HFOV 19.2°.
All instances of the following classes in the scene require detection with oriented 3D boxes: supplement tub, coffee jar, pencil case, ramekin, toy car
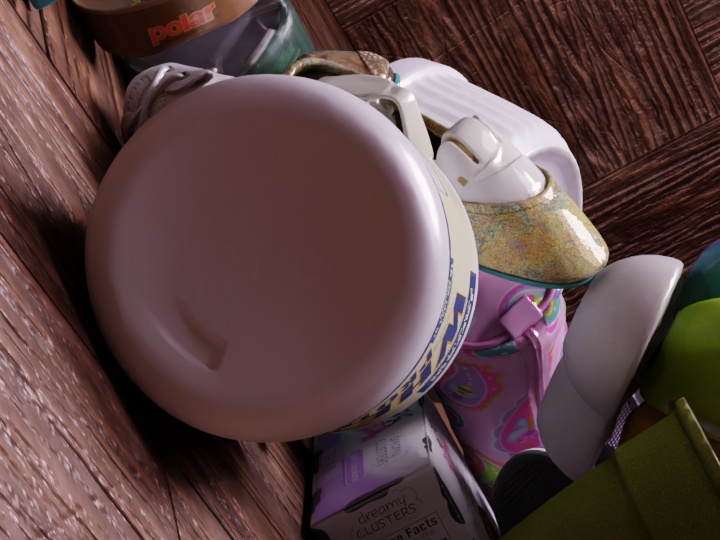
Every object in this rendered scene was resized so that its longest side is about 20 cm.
[{"bbox_3d":[-0.026,-0.001,0.911,0.145,0.145,0.200,63,6,6],"label":"supplement tub"},{"bbox_3d":[-0.056,-0.087,1.260,0.104,0.085,0.200,22,-19,33],"label":"coffee jar"},{"bbox_3d":[0.084,0.062,1.181,0.200,0.087,0.088,71,-3,-51],"label":"pencil case"},{"bbox_3d":[0.048,-0.017,1.263,0.105,0.200,0.200,22,-16,28],"label":"ramekin"},{"bbox_3d":[0.194,0.049,1.066,0.175,0.150,0.200,26,-25,9],"label":"toy car"}]

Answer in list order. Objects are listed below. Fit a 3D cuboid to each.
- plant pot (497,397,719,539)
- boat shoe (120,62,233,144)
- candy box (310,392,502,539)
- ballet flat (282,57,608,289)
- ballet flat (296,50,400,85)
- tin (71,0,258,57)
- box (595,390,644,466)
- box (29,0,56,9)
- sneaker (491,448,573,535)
[{"bbox_3d":[0.102,0.188,0.919,0.201,0.193,0.200,60,6,-11],"label":"plant pot"},{"bbox_3d":[-0.091,-0.071,1.077,0.069,0.071,0.200,35,-5,-3],"label":"boat shoe"},{"bbox_3d":[0.049,0.176,1.121,0.200,0.071,0.168,62,5,-10],"label":"candy box"},{"bbox_3d":[0.033,-0.053,1.039,0.200,0.071,0.071,26,-16,33],"label":"ballet flat"},{"bbox_3d":[-0.034,-0.027,1.153,0.071,0.065,0.201,141,-35,-75],"label":"ballet flat"},{"bbox_3d":[-0.109,-0.181,1.190,0.200,0.112,0.042,-107,178,-57],"label":"tin"},{"bbox_3d":[0.124,0.148,1.323,0.047,0.200,0.193,28,18,-14],"label":"box"},{"bbox_3d":[-0.089,-0.211,1.042,0.049,0.200,0.082,57,8,-38],"label":"box"},{"bbox_3d":[0.166,0.161,1.180,0.200,0.084,0.121,41,17,6],"label":"sneaker"}]
